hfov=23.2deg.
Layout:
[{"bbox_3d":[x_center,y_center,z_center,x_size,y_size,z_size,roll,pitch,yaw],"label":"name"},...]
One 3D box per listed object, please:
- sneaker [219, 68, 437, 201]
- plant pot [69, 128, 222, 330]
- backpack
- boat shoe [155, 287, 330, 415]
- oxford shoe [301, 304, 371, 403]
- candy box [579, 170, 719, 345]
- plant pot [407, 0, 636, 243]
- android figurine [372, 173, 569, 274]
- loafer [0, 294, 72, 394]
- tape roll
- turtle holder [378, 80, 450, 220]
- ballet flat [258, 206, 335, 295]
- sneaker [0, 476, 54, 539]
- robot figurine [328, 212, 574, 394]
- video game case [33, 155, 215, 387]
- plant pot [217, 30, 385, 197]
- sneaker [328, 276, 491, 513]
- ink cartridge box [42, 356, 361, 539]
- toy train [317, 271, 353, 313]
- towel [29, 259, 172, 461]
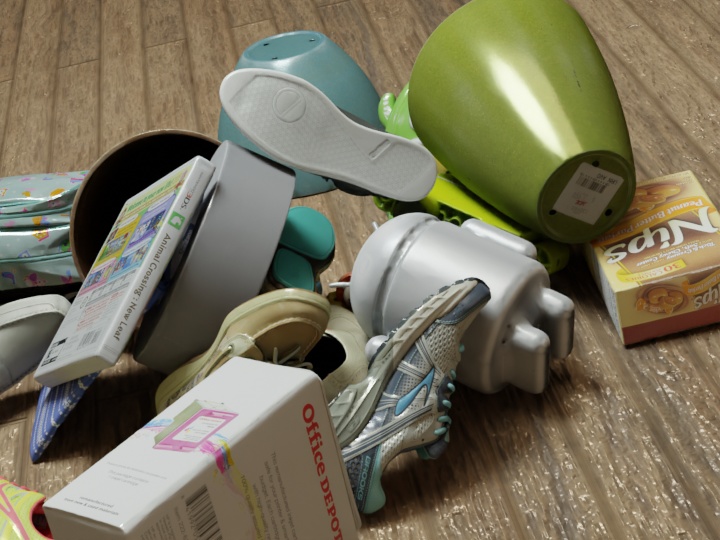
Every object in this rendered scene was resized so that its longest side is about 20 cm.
[{"bbox_3d":[-0.038,-0.110,1.496,0.198,0.071,0.099,23,-6,-16],"label":"sneaker"},{"bbox_3d":[-0.171,-0.052,1.669,0.185,0.189,0.200,-12,11,1],"label":"plant pot"},{"bbox_3d":[-0.333,-0.030,1.730,0.197,0.128,0.167,-6,22,6],"label":"backpack"},{"bbox_3d":[-0.090,0.084,1.368,0.200,0.073,0.063,-43,39,38],"label":"boat shoe"},{"bbox_3d":[-0.021,0.066,1.431,0.071,0.074,0.200,-36,24,4],"label":"oxford shoe"},{"bbox_3d":[0.257,-0.015,1.509,0.114,0.056,0.200,-14,24,2],"label":"candy box"},{"bbox_3d":[0.159,-0.118,1.536,0.185,0.189,0.201,-16,38,-9],"label":"plant pot"},{"bbox_3d":[0.103,-0.045,1.584,0.181,0.041,0.200,24,14,16],"label":"android figurine"},{"bbox_3d":[-0.335,0.090,1.529,0.199,0.070,0.070,-32,27,3],"label":"loafer"},{"bbox_3d":[-0.124,-0.005,1.474,0.066,0.202,0.201,24,24,-10],"label":"tape roll"},{"bbox_3d":[0.091,-0.127,1.719,0.184,0.142,0.131,-23,28,-25],"label":"turtle holder"},{"bbox_3d":[-0.065,0.004,1.510,0.070,0.071,0.200,-9,21,8],"label":"ballet flat"},{"bbox_3d":[-0.271,0.191,1.321,0.089,0.079,0.200,-12,30,-18],"label":"sneaker"},{"bbox_3d":[0.074,0.025,1.410,0.199,0.114,0.170,25,52,24],"label":"robot figurine"},{"bbox_3d":[-0.196,0.005,1.442,0.200,0.022,0.183,-20,42,65],"label":"video game case"},{"bbox_3d":[-0.070,-0.182,1.912,0.198,0.136,0.201,-10,26,5],"label":"plant pot"},{"bbox_3d":[0.040,0.094,1.308,0.200,0.086,0.078,-49,-5,-10],"label":"sneaker"},{"bbox_3d":[-0.100,0.171,1.185,0.084,0.146,0.200,8,32,40],"label":"ink cartridge box"},{"bbox_3d":[0.000,0.000,1.598,0.198,0.056,0.150,-20,27,-16],"label":"toy train"},{"bbox_3d":[-0.216,0.054,1.487,0.201,0.024,0.145,-52,18,19],"label":"towel"}]
